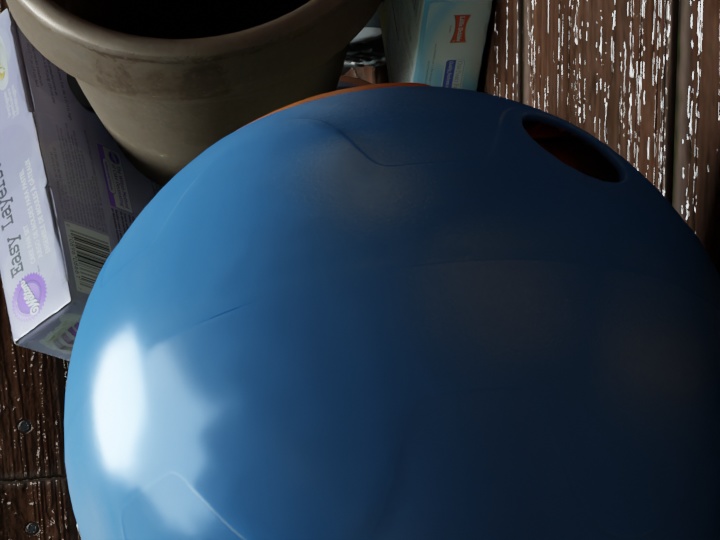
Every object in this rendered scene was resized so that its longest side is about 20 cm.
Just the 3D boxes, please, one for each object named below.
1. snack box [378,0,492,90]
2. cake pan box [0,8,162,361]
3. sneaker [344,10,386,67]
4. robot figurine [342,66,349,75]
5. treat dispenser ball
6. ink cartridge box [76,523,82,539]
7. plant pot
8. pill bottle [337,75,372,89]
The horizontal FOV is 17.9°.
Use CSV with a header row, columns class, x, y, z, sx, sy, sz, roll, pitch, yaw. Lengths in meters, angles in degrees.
class,x,y,z,sx,sy,sz,roll,pitch,yaw
snack box,0.030,-0.172,1.167,0.116,0.037,0.200,98,167,-53
cake pan box,-0.121,-0.025,1.235,0.052,0.184,0.200,-35,56,29
sneaker,-0.049,-0.172,1.356,0.074,0.200,0.085,7,-86,-56
robot figurine,-0.043,-0.177,1.495,0.200,0.113,0.170,168,90,-84
treat dispenser ball,0.014,0.046,0.669,0.201,0.200,0.201,177,90,-84
ink cartridge box,-0.037,0.124,1.105,0.044,0.200,0.174,78,-170,-53
plant pot,-0.077,-0.130,1.154,0.175,0.200,0.201,87,176,-54
pill bottle,-0.016,-0.019,1.369,0.106,0.106,0.200,-100,8,-46
